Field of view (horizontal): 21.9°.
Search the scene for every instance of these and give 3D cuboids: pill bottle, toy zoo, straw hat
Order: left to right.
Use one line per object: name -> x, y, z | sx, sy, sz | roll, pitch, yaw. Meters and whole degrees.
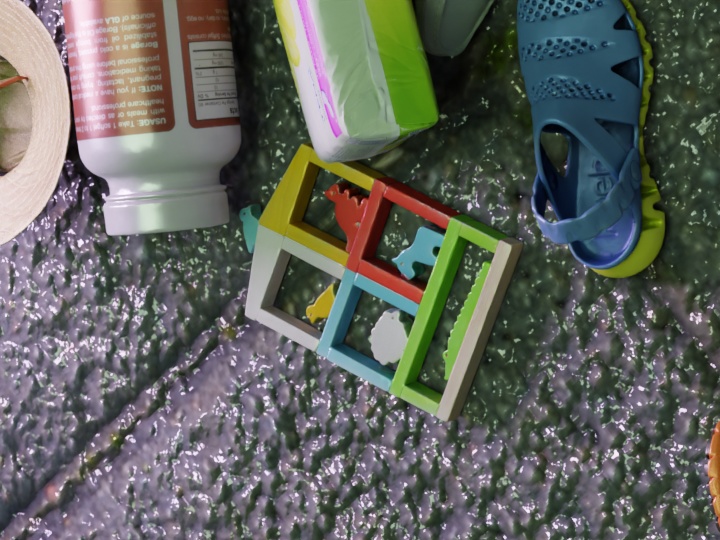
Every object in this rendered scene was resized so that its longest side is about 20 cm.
straw hat -> -0.257, -0.113, 1.346 | 0.201, 0.085, 0.201 | 1, 91, 31
pill bottle -> -0.140, -0.127, 1.262 | 0.112, 0.112, 0.200 | -3, 95, 30
toy zoo -> 0.000, 0.000, 1.252 | 0.200, 0.020, 0.131 | 28, 109, 23

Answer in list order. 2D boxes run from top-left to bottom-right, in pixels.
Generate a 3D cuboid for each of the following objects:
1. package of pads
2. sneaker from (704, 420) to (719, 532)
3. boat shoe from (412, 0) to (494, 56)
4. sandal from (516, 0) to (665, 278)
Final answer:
package of pads -> -0.014, -0.171, 1.165 | 0.068, 0.155, 0.200 | -13, 89, -8
sneaker -> 0.262, 0.182, 1.100 | 0.078, 0.075, 0.200 | -14, 91, 27
boat shoe -> 0.087, -0.219, 1.144 | 0.068, 0.075, 0.200 | 29, 109, 29
sandal -> 0.134, -0.092, 1.128 | 0.079, 0.087, 0.200 | -14, 88, 32
